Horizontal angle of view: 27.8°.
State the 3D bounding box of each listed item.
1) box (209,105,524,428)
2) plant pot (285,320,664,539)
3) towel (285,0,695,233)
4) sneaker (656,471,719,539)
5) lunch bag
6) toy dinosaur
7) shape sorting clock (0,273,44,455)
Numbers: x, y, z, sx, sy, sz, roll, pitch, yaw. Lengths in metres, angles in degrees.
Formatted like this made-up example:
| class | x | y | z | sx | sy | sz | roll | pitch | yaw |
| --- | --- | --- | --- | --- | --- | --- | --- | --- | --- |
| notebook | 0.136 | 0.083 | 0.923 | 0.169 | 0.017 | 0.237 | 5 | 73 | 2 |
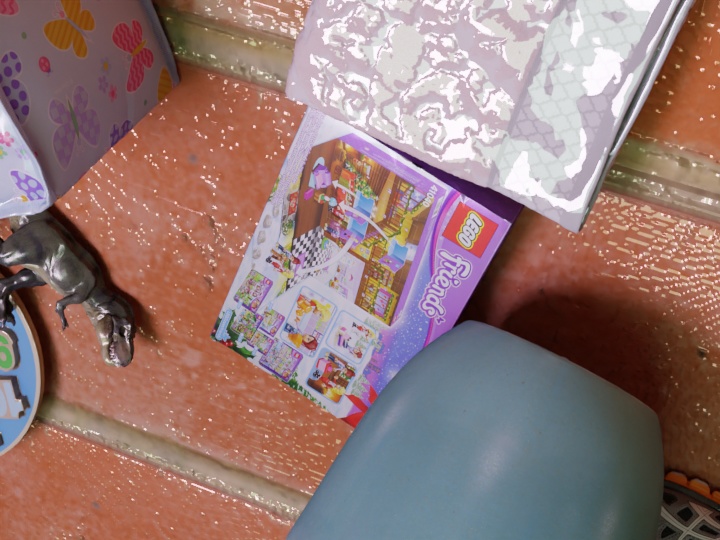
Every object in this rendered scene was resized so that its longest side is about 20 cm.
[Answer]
| class | x | y | z | sx | sy | sz | roll | pitch | yaw |
| --- | --- | --- | --- | --- | --- | --- | --- | --- | --- |
| box | 0.000 | 0.000 | 0.891 | 0.136 | 0.039 | 0.201 | 32 | 128 | 6 |
| plant pot | 0.082 | 0.127 | 0.830 | 0.199 | 0.201 | 0.162 | 27 | 85 | 8 |
| towel | 0.070 | -0.141 | 0.756 | 0.190 | 0.032 | 0.202 | 27 | 118 | 9 |
| sneaker | 0.206 | 0.179 | 0.879 | 0.198 | 0.077 | 0.079 | 8 | 125 | 24 |
| lunch bag | -0.213 | -0.151 | 0.820 | 0.126 | 0.170 | 0.202 | -6 | 120 | 26 |
| toy dinosaur | -0.230 | -0.012 | 0.992 | 0.088 | 0.048 | 0.201 | -30 | 104 | 13 |
| shape sorting clock | -0.325 | 0.058 | 1.076 | 0.198 | 0.039 | 0.202 | 8 | 120 | 14 |
